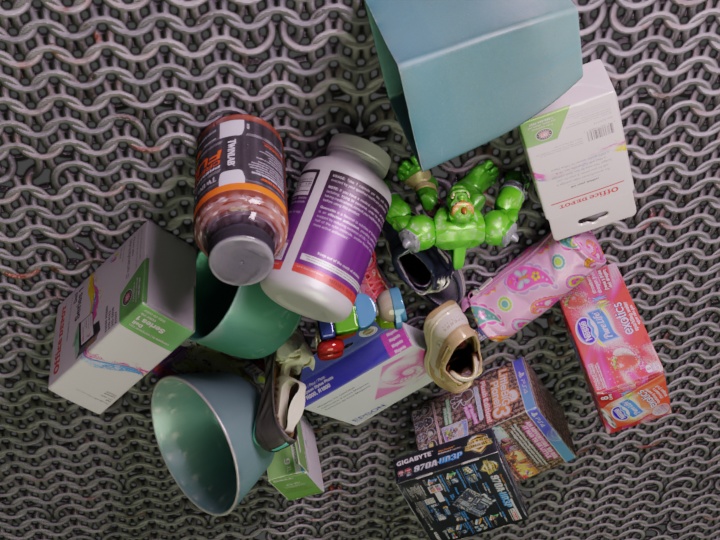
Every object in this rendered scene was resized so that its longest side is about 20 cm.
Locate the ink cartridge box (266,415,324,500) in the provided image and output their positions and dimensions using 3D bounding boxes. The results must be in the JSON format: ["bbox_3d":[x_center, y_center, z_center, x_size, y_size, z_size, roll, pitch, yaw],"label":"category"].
[{"bbox_3d":[-0.105,0.258,1.568,0.058,0.105,0.200,-13,157,3],"label":"ink cartridge box"}]

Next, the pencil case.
[{"bbox_3d":[0.228,0.013,1.442,0.087,0.088,0.200,29,125,-33],"label":"pencil case"}]

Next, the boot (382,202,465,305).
[{"bbox_3d":[0.084,0.007,1.406,0.072,0.091,0.200,-26,133,16],"label":"boot"}]

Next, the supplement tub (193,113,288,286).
[{"bbox_3d":[-0.133,-0.077,1.205,0.105,0.201,0.108,-4,133,-4],"label":"supplement tub"}]

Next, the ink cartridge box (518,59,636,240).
[{"bbox_3d":[0.258,-0.139,1.306,0.116,0.068,0.201,-18,134,7],"label":"ink cartridge box"}]

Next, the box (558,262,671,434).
[{"bbox_3d":[0.338,0.103,1.465,0.094,0.201,0.100,-19,135,7],"label":"box"}]

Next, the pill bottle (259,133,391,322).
[{"bbox_3d":[-0.033,-0.050,1.249,0.111,0.202,0.113,20,165,6],"label":"pill bottle"}]

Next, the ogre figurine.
[{"bbox_3d":[0.114,-0.073,1.311,0.197,0.121,0.099,11,132,-20],"label":"ogre figurine"}]

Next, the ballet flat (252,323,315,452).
[{"bbox_3d":[-0.094,0.138,1.431,0.068,0.203,0.068,-10,159,39],"label":"ballet flat"}]

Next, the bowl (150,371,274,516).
[{"bbox_3d":[-0.189,0.219,1.485,0.104,0.201,0.202,-24,148,-38],"label":"bowl"}]

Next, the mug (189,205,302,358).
[{"bbox_3d":[-0.127,0.021,1.341,0.114,0.153,0.185,23,127,-33],"label":"mug"}]

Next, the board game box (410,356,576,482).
[{"bbox_3d":[0.203,0.248,1.660,0.198,0.098,0.160,-26,133,16],"label":"board game box"}]

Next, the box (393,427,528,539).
[{"bbox_3d":[0.153,0.330,1.630,0.157,0.046,0.201,-19,134,10],"label":"box"}]

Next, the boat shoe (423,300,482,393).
[{"bbox_3d":[0.130,0.122,1.466,0.073,0.069,0.201,-33,147,-9],"label":"boat shoe"}]

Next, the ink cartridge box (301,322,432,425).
[{"bbox_3d":[0.013,0.145,1.526,0.195,0.044,0.199,-32,150,22],"label":"ink cartridge box"}]

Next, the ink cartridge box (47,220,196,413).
[{"bbox_3d":[-0.297,0.060,1.355,0.084,0.146,0.199,32,123,-33],"label":"ink cartridge box"}]

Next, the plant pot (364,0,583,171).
[{"bbox_3d":[0.126,-0.228,1.150,0.197,0.142,0.142,-19,135,-1],"label":"plant pot"}]

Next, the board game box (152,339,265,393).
[{"bbox_3d":[-0.219,0.129,1.522,0.119,0.033,0.200,-27,133,22],"label":"board game box"}]

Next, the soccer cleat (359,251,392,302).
[{"bbox_3d":[0.000,0.000,1.389,0.076,0.067,0.200,4,144,42],"label":"soccer cleat"}]

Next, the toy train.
[{"bbox_3d":[-0.005,0.064,1.381,0.114,0.086,0.200,-10,171,-3],"label":"toy train"}]
